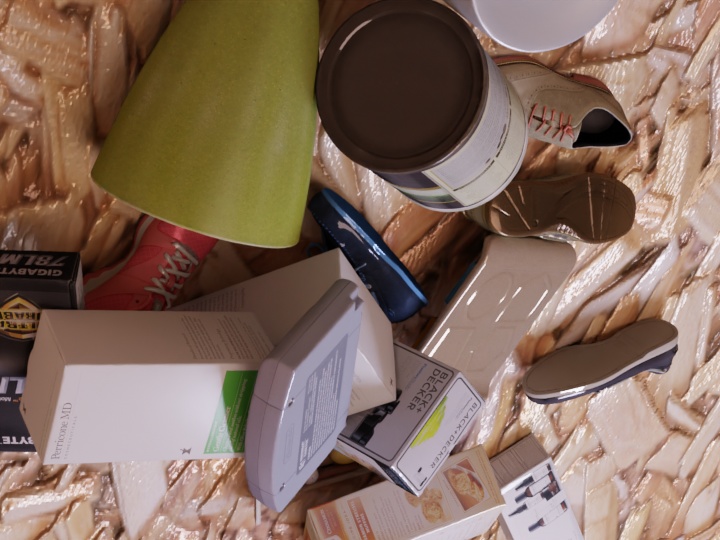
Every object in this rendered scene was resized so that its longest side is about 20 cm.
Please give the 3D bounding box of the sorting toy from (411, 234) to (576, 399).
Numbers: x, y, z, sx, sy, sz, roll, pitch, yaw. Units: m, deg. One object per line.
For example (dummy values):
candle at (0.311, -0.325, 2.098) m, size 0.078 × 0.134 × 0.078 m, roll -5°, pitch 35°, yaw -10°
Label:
sorting toy at (0.125, 0.050, 1.733) m, size 0.185 × 0.036 × 0.201 m, roll 2°, pitch 123°, yaw -55°

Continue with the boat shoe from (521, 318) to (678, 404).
boat shoe at (0.270, 0.117, 1.869) m, size 0.199 × 0.073 × 0.063 m, roll -20°, pitch 128°, yaw -21°

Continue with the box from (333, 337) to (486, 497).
box at (0.010, 0.123, 1.622) m, size 0.117 × 0.199 × 0.060 m, roll -52°, pitch 135°, yaw -13°

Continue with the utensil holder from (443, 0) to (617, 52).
utensil holder at (0.110, -0.291, 1.381) m, size 0.169 × 0.200 × 0.171 m, roll -15°, pitch 128°, yaw -20°

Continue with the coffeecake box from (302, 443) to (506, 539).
coffeecake box at (0.043, 0.270, 1.800) m, size 0.199 × 0.074 × 0.154 m, roll -19°, pitch 163°, yaw -11°

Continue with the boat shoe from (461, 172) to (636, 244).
boat shoe at (0.195, -0.067, 1.705) m, size 0.199 × 0.063 × 0.074 m, roll 3°, pitch 95°, yaw -34°

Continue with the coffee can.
coffee can at (0.059, -0.138, 1.453) m, size 0.146 × 0.147 × 0.200 m, roll -43°, pitch 163°, yaw 6°

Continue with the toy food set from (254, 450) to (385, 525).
toy food set at (-0.021, 0.188, 1.765) m, size 0.199 × 0.060 × 0.144 m, roll -14°, pitch 129°, yaw -21°

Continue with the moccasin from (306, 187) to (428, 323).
moccasin at (0.000, 0.000, 1.625) m, size 0.068 × 0.081 × 0.200 m, roll -36°, pitch 132°, yaw 6°

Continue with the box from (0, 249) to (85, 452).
box at (-0.337, 0.072, 1.463) m, size 0.198 × 0.050 × 0.200 m, roll 2°, pitch 125°, yaw -1°

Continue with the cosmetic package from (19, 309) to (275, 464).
cosmetic package at (-0.179, 0.098, 1.432) m, size 0.199 × 0.085 × 0.108 m, roll -1°, pitch 123°, yaw -29°

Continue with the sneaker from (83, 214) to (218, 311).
sneaker at (-0.188, 0.014, 1.523) m, size 0.200 × 0.087 × 0.074 m, roll -42°, pitch 134°, yaw 5°

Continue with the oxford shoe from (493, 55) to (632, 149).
oxford shoe at (0.179, -0.157, 1.609) m, size 0.199 × 0.075 × 0.071 m, roll 1°, pitch 124°, yaw -29°

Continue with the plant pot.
plant pot at (-0.109, -0.147, 1.405) m, size 0.186 × 0.187 × 0.201 m, roll 11°, pitch 104°, yaw -35°

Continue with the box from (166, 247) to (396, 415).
box at (-0.081, 0.081, 1.579) m, size 0.199 × 0.098 × 0.125 m, roll -19°, pitch 135°, yaw 16°

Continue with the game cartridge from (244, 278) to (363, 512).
game cartridge at (-0.051, 0.115, 1.455) m, size 0.134 × 0.040 × 0.201 m, roll -52°, pitch 159°, yaw -41°

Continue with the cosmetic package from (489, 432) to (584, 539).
cosmetic package at (0.205, 0.287, 1.972) m, size 0.082 × 0.051 × 0.201 m, roll -30°, pitch 133°, yaw -5°
